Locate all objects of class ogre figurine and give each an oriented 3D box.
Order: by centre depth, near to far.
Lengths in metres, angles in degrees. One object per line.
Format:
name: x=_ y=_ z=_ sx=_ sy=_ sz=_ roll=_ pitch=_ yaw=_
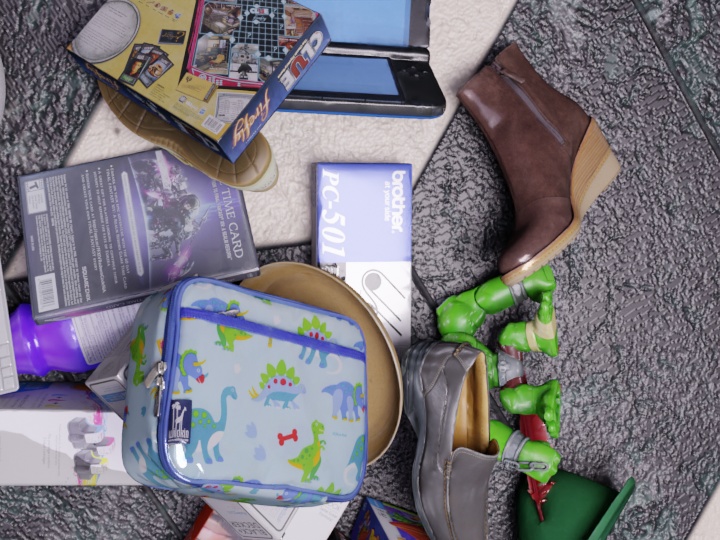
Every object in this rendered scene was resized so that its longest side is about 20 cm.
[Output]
ogre figurine: x=0.126 y=0.093 z=0.916 sx=0.118 sy=0.098 sz=0.204 roll=-5 pitch=86 yaw=19

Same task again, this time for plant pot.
plant pot: x=-0.040 y=0.084 z=0.883 sx=0.027 sy=0.198 sz=0.203 roll=-31 pitch=102 yaw=-49

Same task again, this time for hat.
hat: x=0.160 y=0.224 z=0.969 sx=0.175 sy=0.167 sz=0.201 roll=31 pitch=65 yaw=21

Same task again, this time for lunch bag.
lunch bag: x=-0.084 y=0.095 z=0.759 sx=0.198 sy=0.082 sz=0.164 roll=20 pitch=64 yaw=-38

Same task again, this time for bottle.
bottle: x=-0.248 y=0.048 z=0.884 sx=0.197 sy=0.065 sz=0.085 roll=-18 pitch=93 yaw=-6

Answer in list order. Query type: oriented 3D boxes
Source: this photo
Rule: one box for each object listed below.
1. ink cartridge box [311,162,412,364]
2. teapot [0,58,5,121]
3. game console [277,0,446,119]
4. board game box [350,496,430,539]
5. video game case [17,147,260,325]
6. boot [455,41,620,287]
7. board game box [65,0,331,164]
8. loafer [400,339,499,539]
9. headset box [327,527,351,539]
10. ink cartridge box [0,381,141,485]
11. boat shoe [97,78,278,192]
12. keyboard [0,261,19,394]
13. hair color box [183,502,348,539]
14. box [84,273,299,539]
ink cartridge box: x=0.000 y=0.000 z=0.928 sx=0.092 sy=0.044 sz=0.204 roll=-1 pitch=95 yaw=-10
teapot: x=-0.394 y=-0.161 z=0.802 sx=0.197 sy=0.146 sz=0.200 roll=-43 pitch=99 yaw=-3
game console: x=-0.024 y=-0.225 z=0.871 sx=0.196 sy=0.172 sz=0.120 roll=1 pitch=122 yaw=-8
board game box: x=0.075 y=0.282 z=0.883 sx=0.133 sy=0.200 sz=0.045 roll=22 pitch=93 yaw=-14
video game case: x=-0.199 y=-0.040 z=0.871 sx=0.196 sy=0.019 sz=0.145 roll=-12 pitch=65 yaw=-8
boot: x=0.142 y=-0.100 z=0.907 sx=0.166 sy=0.072 sz=0.200 roll=45 pitch=60 yaw=-5
board game box: x=-0.138 y=-0.191 z=0.821 sx=0.199 sy=0.035 sz=0.136 roll=33 pitch=79 yaw=29
loafer: x=0.086 y=0.160 z=0.843 sx=0.072 sy=0.072 sz=0.204 roll=-17 pitch=98 yaw=-46
headset box: x=0.035 y=0.350 z=0.914 sx=0.199 sy=0.149 sz=0.078 roll=38 pitch=90 yaw=-9
ink cartridge box: x=-0.221 y=0.143 z=0.872 sx=0.196 sy=0.115 sz=0.069 roll=2 pitch=96 yaw=-10
boat shoe: x=-0.153 y=-0.129 z=0.867 sx=0.199 sy=0.066 sz=0.074 roll=40 pitch=89 yaw=19
keyboard: x=-0.340 y=0.012 z=0.856 sx=0.055 sy=0.011 sz=0.204 roll=-15 pitch=77 yaw=5
hair color box: x=-0.109 y=0.268 z=0.928 sx=0.110 sy=0.064 sz=0.202 roll=31 pitch=89 yaw=-9
box: x=-0.117 y=0.118 z=0.817 sx=0.200 sy=0.060 sz=0.117 roll=49 pitch=52 yaw=-21
